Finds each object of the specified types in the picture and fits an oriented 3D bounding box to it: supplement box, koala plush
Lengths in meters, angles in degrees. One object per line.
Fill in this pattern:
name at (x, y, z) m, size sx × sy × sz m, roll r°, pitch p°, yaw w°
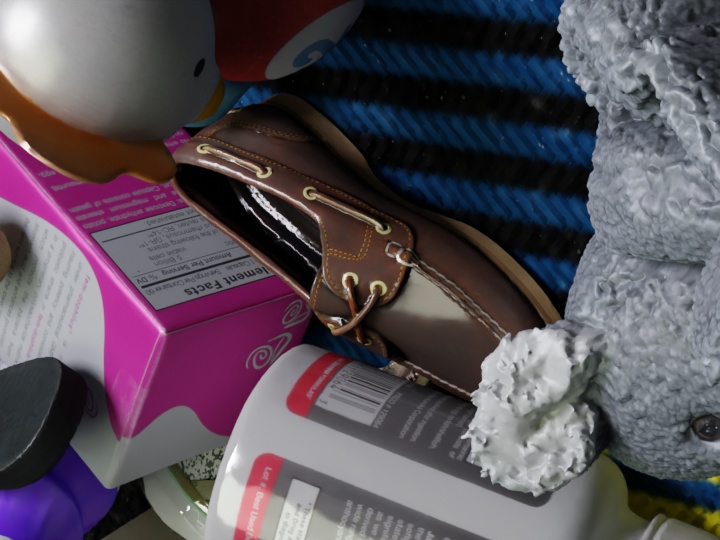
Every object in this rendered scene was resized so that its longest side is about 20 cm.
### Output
supplement box at (-0.124, -0.011, 1.056) m, size 0.200 × 0.103 × 0.102 m, roll 48°, pitch 133°, yaw 27°
koala plush at (0.128, -0.007, 0.764) m, size 0.184 × 0.176 × 0.201 m, roll 51°, pitch 142°, yaw 30°

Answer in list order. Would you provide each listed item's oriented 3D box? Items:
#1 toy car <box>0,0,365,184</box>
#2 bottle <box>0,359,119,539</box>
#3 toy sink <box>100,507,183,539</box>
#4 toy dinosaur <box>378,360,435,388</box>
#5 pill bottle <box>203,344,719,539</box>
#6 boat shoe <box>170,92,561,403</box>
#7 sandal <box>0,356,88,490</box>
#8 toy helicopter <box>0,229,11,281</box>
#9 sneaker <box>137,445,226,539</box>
toy car at (-0.082, -0.097, 0.865) m, size 0.176 × 0.201 × 0.184 m, roll 25°, pitch 137°, yaw -20°
bottle at (-0.153, 0.088, 1.093) m, size 0.065 × 0.201 × 0.084 m, roll -22°, pitch 119°, yaw 24°
toy sink at (-0.079, 0.235, 1.157) m, size 0.200 × 0.130 × 0.112 m, roll 49°, pitch 140°, yaw 14°
toy dinosaur at (0.008, 0.137, 1.027) m, size 0.088 × 0.047 × 0.201 m, roll 27°, pitch 92°, yaw 18°
pill bottle at (0.044, 0.114, 0.937) m, size 0.199 × 0.111 × 0.111 m, roll 20°, pitch 129°, yaw 16°
boat shoe at (0.000, 0.000, 0.975) m, size 0.200 × 0.070 × 0.071 m, roll 37°, pitch 133°, yaw 26°
sandal at (-0.197, 0.070, 1.036) m, size 0.048 × 0.076 × 0.200 m, roll 35°, pitch 146°, yaw -29°
toy helicopter at (-0.239, 0.009, 1.047) m, size 0.199 × 0.079 × 0.133 m, roll -7°, pitch 120°, yaw 33°
sneaker at (-0.025, 0.118, 1.080) m, size 0.200 × 0.077 × 0.089 m, roll 38°, pitch 125°, yaw 22°
